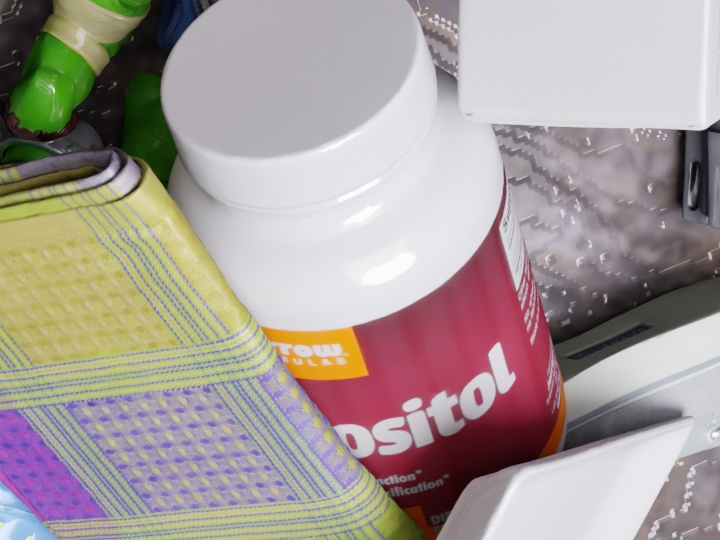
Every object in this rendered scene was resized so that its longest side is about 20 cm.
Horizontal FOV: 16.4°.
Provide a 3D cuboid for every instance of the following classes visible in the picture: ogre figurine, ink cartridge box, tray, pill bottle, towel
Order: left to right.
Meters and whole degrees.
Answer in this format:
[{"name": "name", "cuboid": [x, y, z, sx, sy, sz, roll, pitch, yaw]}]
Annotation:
[{"name": "ogre figurine", "cuboid": [-0.100, -0.030, 0.873, 0.120, 0.098, 0.200, -60, 148, -19]}, {"name": "towel", "cuboid": [-0.080, 0.038, 0.816, 0.200, 0.143, 0.023, 54, 41, -35]}, {"name": "pill bottle", "cuboid": [0.000, 0.000, 0.843, 0.113, 0.113, 0.200, -29, 137, -8]}, {"name": "tray", "cuboid": [0.058, 0.099, 0.864, 0.022, 0.200, 0.108, 32, 103, 19]}, {"name": "ink cartridge box", "cuboid": [0.101, -0.133, 0.836, 0.084, 0.200, 0.145, 4, 103, 20]}]

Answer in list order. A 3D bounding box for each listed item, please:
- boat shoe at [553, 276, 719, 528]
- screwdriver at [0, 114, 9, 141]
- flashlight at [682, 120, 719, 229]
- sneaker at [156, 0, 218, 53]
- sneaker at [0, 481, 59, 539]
[{"name": "boat shoe", "cuboid": [0.087, 0.067, 0.964, 0.200, 0.070, 0.072, -22, 102, -13]}, {"name": "screwdriver", "cuboid": [-0.092, 0.023, 0.939, 0.028, 0.029, 0.200, -30, 98, -7]}, {"name": "flashlight", "cuboid": [0.167, -0.115, 0.954, 0.068, 0.068, 0.201, -2, 100, -18]}, {"name": "sneaker", "cuboid": [-0.097, -0.153, 0.873, 0.085, 0.077, 0.200, -42, 106, 2]}, {"name": "sneaker", "cuboid": [-0.171, 0.078, 0.900, 0.200, 0.076, 0.105, 18, 85, -30]}]
